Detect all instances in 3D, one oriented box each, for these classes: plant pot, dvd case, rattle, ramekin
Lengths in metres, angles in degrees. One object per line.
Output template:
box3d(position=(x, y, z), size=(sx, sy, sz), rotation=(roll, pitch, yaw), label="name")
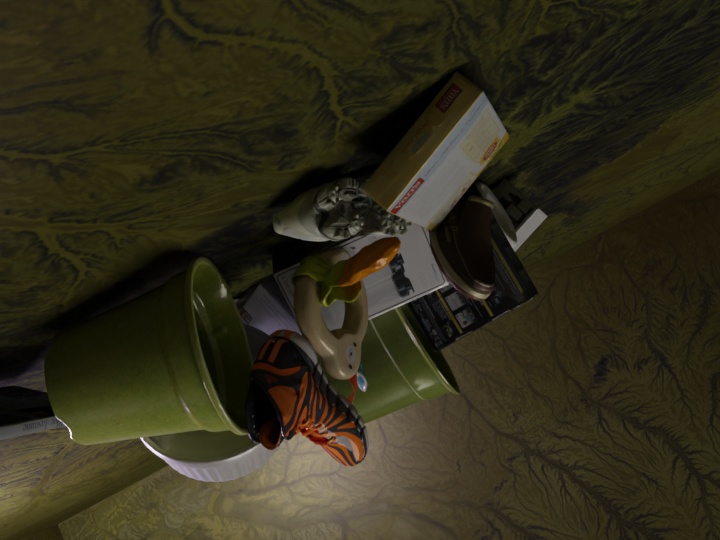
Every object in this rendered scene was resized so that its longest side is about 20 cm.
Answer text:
box3d(position=(-0.234, 0.106, 0.853), size=(0.184, 0.201, 0.200), rotation=(-16, 170, 5), label="plant pot")
box3d(position=(0.011, 0.137, 1.107), size=(0.190, 0.200, 0.200), rotation=(-32, 169, 8), label="plant pot")
box3d(position=(-0.405, 0.157, 0.851), size=(0.142, 0.018, 0.200), rotation=(7, -179, 20), label="dvd case")
box3d(position=(0.012, 0.068, 0.893), size=(0.142, 0.201, 0.130), rotation=(-13, -175, 17), label="rattle")
box3d(position=(-0.179, 0.169, 0.965), size=(0.202, 0.203, 0.094), rotation=(-24, 144, -16), label="ramekin")

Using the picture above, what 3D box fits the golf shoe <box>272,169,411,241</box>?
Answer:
box3d(position=(-0.017, -0.069, 0.862), size=(0.097, 0.079, 0.200), rotation=(-8, 179, 33), label="golf shoe")

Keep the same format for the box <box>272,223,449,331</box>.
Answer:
box3d(position=(0.000, 0.000, 0.987), size=(0.199, 0.117, 0.060), rotation=(-25, -156, 3), label="box")

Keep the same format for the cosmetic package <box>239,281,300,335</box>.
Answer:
box3d(position=(-0.084, 0.068, 1.167), size=(0.074, 0.102, 0.200), rotation=(-51, 162, 19), label="cosmetic package")

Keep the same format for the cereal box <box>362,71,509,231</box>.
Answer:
box3d(position=(0.087, -0.115, 0.807), size=(0.144, 0.040, 0.200), rotation=(-51, 164, 9), label="cereal box")

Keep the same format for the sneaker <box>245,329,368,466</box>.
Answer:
box3d(position=(-0.069, 0.174, 0.868), size=(0.077, 0.200, 0.112), rotation=(-17, -152, 35), label="sneaker")

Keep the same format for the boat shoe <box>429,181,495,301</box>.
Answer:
box3d(position=(0.124, -0.059, 0.921), size=(0.074, 0.203, 0.075), rotation=(14, 133, -30), label="boat shoe")

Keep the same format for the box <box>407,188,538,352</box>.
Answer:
box3d(position=(0.122, -0.013, 1.050), size=(0.161, 0.200, 0.049), rotation=(-33, 173, 26), label="box")

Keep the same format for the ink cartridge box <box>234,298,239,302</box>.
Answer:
box3d(position=(-0.259, 0.114, 1.082), size=(0.200, 0.067, 0.116), rotation=(-19, 165, -37), label="ink cartridge box")

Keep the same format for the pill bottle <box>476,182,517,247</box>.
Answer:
box3d(position=(0.129, -0.038, 1.185), size=(0.200, 0.114, 0.114), rotation=(-31, 168, 22), label="pill bottle")

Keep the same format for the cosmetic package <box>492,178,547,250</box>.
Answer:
box3d(position=(0.199, -0.044, 1.242), size=(0.200, 0.083, 0.051), rotation=(-50, 146, 13), label="cosmetic package")
